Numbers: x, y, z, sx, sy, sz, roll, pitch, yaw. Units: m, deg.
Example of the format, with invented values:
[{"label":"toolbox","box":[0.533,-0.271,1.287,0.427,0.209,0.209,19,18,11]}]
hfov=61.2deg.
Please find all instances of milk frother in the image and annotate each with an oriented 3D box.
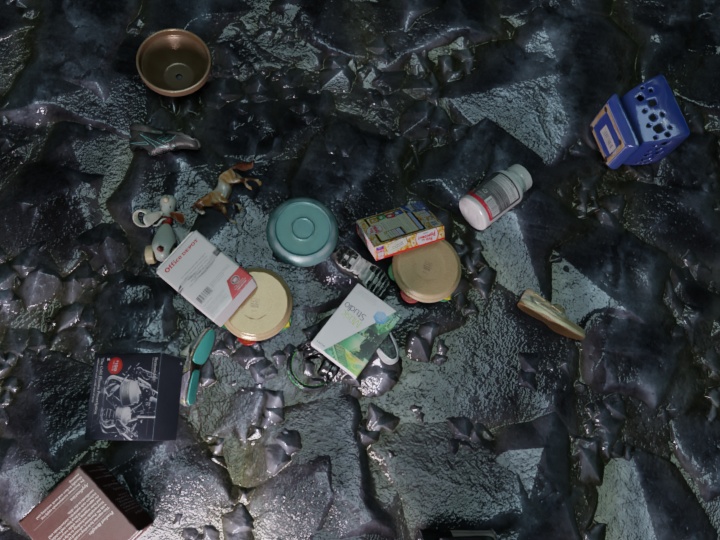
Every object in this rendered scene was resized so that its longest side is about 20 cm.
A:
[{"label":"milk frother","box":[0.232,0.711,1.416,0.187,0.181,0.201,2,72,-6]}]

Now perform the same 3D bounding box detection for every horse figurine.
[{"label":"horse figurine","box":[-0.356,-0.218,1.652,0.132,0.050,0.201,26,82,18]}]

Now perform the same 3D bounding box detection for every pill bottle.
[{"label":"pill bottle","box":[0.385,-0.212,1.714,0.200,0.111,0.111,-36,82,-14]}]

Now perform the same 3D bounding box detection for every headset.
[{"label":"headset","box":[-0.095,0.217,1.552,0.124,0.094,0.200,48,59,6]}]

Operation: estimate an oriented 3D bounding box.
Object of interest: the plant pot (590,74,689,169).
[{"label":"plant pot","box":[0.799,-0.418,1.779,0.179,0.200,0.201,-17,78,-4]}]

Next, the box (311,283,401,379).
[{"label":"box","box":[-0.009,0.151,1.538,0.144,0.036,0.200,35,73,9]}]

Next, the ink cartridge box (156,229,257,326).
[{"label":"ink cartridge box","box":[-0.384,0.020,1.531,0.200,0.083,0.147,38,77,11]}]

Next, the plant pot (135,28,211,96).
[{"label":"plant pot","box":[-0.515,-0.565,1.708,0.200,0.093,0.202,2,75,-6]}]

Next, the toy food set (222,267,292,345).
[{"label":"toy food set","box":[-0.276,0.090,1.588,0.199,0.049,0.199,-10,77,-10]}]

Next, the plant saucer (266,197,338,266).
[{"label":"plant saucer","box":[-0.158,-0.110,1.666,0.199,0.027,0.201,2,75,-6]}]

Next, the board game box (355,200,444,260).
[{"label":"board game box","box":[0.105,-0.111,1.643,0.199,0.046,0.152,-17,36,-11]}]

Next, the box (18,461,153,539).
[{"label":"box","box":[-0.606,0.563,1.363,0.200,0.164,0.166,45,74,6]}]

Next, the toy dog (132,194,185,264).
[{"label":"toy dog","box":[-0.516,-0.105,1.585,0.131,0.096,0.201,-20,79,-12]}]

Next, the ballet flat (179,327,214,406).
[{"label":"ballet flat","box":[-0.427,0.235,1.525,0.072,0.072,0.201,15,73,-3]}]

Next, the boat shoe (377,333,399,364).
[{"label":"boat shoe","box":[0.046,0.151,1.598,0.070,0.072,0.201,-28,80,-13]}]

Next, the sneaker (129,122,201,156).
[{"label":"sneaker","box":[-0.536,-0.347,1.669,0.199,0.075,0.080,11,88,3]}]

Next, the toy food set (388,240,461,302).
[{"label":"toy food set","box":[0.176,-0.005,1.658,0.199,0.049,0.199,10,72,-6]}]

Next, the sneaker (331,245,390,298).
[{"label":"sneaker","box":[0.000,0.000,1.635,0.200,0.090,0.067,39,82,-22]}]

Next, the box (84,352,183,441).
[{"label":"box","box":[-0.533,0.300,1.445,0.181,0.104,0.201,-3,75,13]}]

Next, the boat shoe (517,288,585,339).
[{"label":"boat shoe","box":[0.531,0.119,1.668,0.199,0.072,0.065,31,75,8]}]
